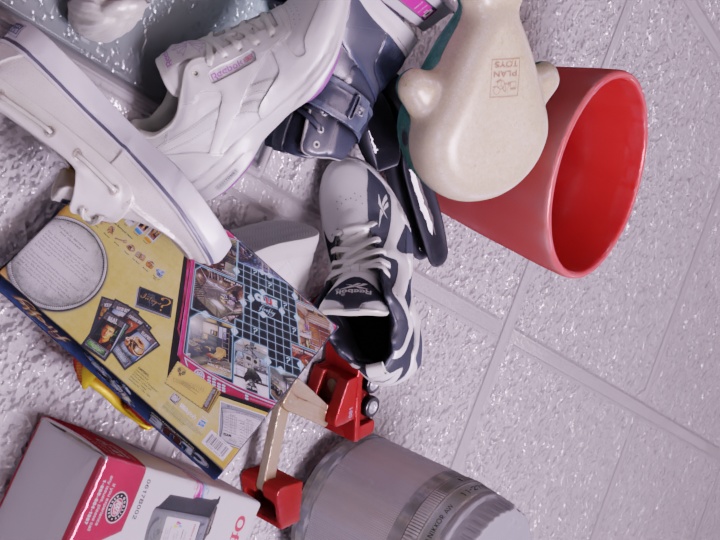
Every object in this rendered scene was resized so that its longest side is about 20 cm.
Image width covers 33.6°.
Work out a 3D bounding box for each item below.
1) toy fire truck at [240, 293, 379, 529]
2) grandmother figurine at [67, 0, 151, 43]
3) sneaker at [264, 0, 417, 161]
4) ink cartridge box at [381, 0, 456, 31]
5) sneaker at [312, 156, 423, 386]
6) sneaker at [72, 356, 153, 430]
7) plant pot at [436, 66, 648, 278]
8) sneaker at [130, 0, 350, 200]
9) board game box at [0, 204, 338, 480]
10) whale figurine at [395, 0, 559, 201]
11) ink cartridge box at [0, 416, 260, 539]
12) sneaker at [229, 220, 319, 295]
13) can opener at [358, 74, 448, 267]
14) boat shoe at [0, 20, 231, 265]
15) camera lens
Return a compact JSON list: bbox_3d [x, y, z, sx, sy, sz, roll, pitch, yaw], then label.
[{"bbox_3d":[-0.043,0.119,1.093,0.140,0.048,0.204,-18,118,-47],"label":"toy fire truck"},{"bbox_3d":[-0.154,-0.250,0.776,0.119,0.060,0.203,5,105,-26],"label":"grandmother figurine"},{"bbox_3d":[-0.049,-0.173,0.932,0.202,0.076,0.148,35,84,-43],"label":"sneaker"},{"bbox_3d":[0.024,-0.247,0.954,0.037,0.095,0.200,-37,172,16],"label":"ink cartridge box"},{"bbox_3d":[0.000,0.000,0.998,0.130,0.078,0.203,-2,85,-80],"label":"sneaker"},{"bbox_3d":[-0.148,0.095,0.906,0.072,0.078,0.199,-31,142,22],"label":"sneaker"},{"bbox_3d":[0.156,-0.109,1.146,0.199,0.175,0.204,-29,128,-46],"label":"plant pot"},{"bbox_3d":[-0.085,-0.144,0.853,0.099,0.075,0.201,36,101,-30],"label":"sneaker"},{"bbox_3d":[-0.131,0.026,0.826,0.136,0.199,0.035,-49,180,-27],"label":"board game box"},{"bbox_3d":[0.091,-0.162,0.992,0.157,0.104,0.203,-9,115,-26],"label":"whale figurine"},{"bbox_3d":[-0.185,0.213,0.913,0.199,0.085,0.150,32,79,-53],"label":"ink cartridge box"},{"bbox_3d":[-0.113,0.032,0.940,0.198,0.073,0.118,-11,118,-46],"label":"sneaker"},{"bbox_3d":[0.040,-0.092,1.097,0.078,0.063,0.202,-29,126,-13],"label":"can opener"},{"bbox_3d":[-0.171,-0.065,0.776,0.070,0.071,0.200,-48,112,-12],"label":"boat shoe"},{"bbox_3d":[0.044,0.260,1.143,0.159,0.198,0.163,-27,126,-44],"label":"camera lens"}]
